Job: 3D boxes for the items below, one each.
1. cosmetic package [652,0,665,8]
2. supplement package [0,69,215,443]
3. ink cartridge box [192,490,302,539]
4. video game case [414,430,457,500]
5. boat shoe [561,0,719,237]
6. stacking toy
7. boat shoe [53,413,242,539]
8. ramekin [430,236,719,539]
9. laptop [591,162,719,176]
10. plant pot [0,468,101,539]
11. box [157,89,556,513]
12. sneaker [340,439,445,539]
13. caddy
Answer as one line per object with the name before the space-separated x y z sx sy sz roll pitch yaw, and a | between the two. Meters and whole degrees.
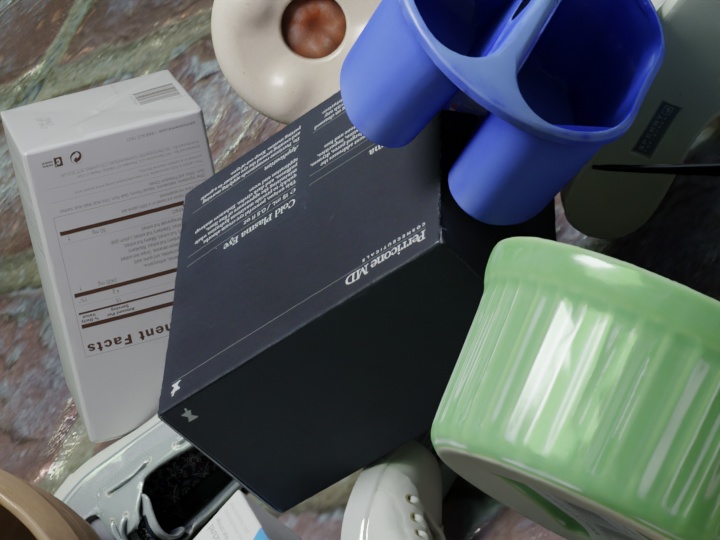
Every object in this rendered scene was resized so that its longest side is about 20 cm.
cosmetic package | 0.218 -0.161 1.389 0.200 0.051 0.083 -35 31 27
supplement package | -0.149 -0.011 1.556 0.119 0.201 0.121 -15 21 -11
ink cartridge box | -0.098 0.237 1.339 0.200 0.068 0.115 -48 26 3
video game case | 0.016 0.029 1.391 0.200 0.017 0.143 35 97 44
boat shoe | 0.170 -0.112 1.323 0.201 0.070 0.072 -56 23 27
stacking toy | -0.035 -0.188 1.770 0.146 0.146 0.200 -46 8 7
boat shoe | -0.133 0.144 1.510 0.201 0.070 0.072 -42 27 13
ramekin | 0.129 0.075 1.066 0.200 0.200 0.098 10 71 60
laptop | 0.252 -0.098 1.182 0.187 0.116 0.201 3 57 57
plant pot | -0.216 0.206 1.484 0.200 0.202 0.093 -27 -3 37
box | 0.000 0.000 1.297 0.200 0.104 0.183 -31 33 28
sneaker | 0.033 0.172 1.238 0.084 0.073 0.201 -12 46 27
caddy | 0.079 -0.118 1.215 0.105 0.141 0.200 -52 4 37
